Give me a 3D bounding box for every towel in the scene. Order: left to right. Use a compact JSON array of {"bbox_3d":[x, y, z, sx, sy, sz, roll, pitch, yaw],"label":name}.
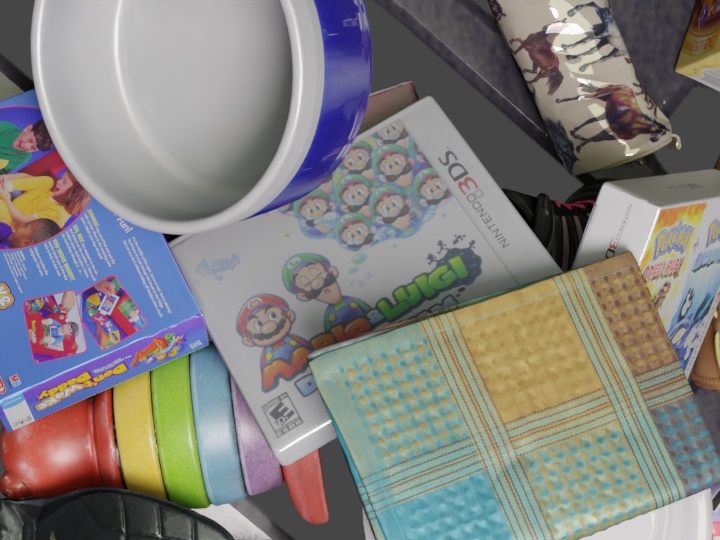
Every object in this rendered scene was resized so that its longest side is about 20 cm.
[{"bbox_3d":[0.086,0.083,0.858,0.200,0.022,0.147,-18,77,-12],"label":"towel"}]

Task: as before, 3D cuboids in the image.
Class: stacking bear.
[{"bbox_3d":[-0.129,0.105,0.991,0.200,0.114,0.121,-8,54,-2],"label":"stacking bear"}]

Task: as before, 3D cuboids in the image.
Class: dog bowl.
[{"bbox_3d":[-0.095,-0.125,0.910,0.079,0.200,0.200,-20,91,-56],"label":"dog bowl"}]

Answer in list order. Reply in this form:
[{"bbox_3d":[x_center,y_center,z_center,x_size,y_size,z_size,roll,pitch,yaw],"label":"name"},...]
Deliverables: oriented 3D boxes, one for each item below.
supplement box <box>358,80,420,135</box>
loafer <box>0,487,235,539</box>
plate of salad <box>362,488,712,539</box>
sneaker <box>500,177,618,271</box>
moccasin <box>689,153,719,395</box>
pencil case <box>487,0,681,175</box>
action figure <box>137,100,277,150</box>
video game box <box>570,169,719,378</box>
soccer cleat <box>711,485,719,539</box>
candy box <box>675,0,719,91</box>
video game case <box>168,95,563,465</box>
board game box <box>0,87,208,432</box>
[{"bbox_3d":[0.014,-0.015,1.054,0.109,0.061,0.200,-19,92,-12],"label":"supplement box"},{"bbox_3d":[-0.167,0.168,0.947,0.200,0.072,0.073,5,80,11],"label":"loafer"},{"bbox_3d":[0.099,0.134,0.880,0.200,0.048,0.200,1,75,-5],"label":"plate of salad"},{"bbox_3d":[0.123,-0.025,1.036,0.200,0.074,0.087,-40,112,-41],"label":"sneaker"},{"bbox_3d":[0.278,-0.010,1.104,0.074,0.078,0.201,17,83,-11],"label":"moccasin"},{"bbox_3d":[0.149,-0.161,1.085,0.089,0.078,0.200,-24,92,2],"label":"pencil case"},{"bbox_3d":[-0.051,-0.143,1.015,0.149,0.134,0.200,19,56,-35],"label":"action figure"},{"bbox_3d":[0.181,0.028,1.002,0.047,0.200,0.182,24,108,27],"label":"video game box"},{"bbox_3d":[0.283,0.169,1.111,0.200,0.067,0.076,-1,56,-7],"label":"soccer cleat"},{"bbox_3d":[0.295,-0.195,1.057,0.056,0.200,0.117,20,83,-10],"label":"candy box"},{"bbox_3d":[0.000,0.000,0.953,0.200,0.024,0.182,-30,53,-3],"label":"video game case"},{"bbox_3d":[-0.197,-0.016,0.971,0.134,0.045,0.200,-23,65,-13],"label":"board game box"}]
